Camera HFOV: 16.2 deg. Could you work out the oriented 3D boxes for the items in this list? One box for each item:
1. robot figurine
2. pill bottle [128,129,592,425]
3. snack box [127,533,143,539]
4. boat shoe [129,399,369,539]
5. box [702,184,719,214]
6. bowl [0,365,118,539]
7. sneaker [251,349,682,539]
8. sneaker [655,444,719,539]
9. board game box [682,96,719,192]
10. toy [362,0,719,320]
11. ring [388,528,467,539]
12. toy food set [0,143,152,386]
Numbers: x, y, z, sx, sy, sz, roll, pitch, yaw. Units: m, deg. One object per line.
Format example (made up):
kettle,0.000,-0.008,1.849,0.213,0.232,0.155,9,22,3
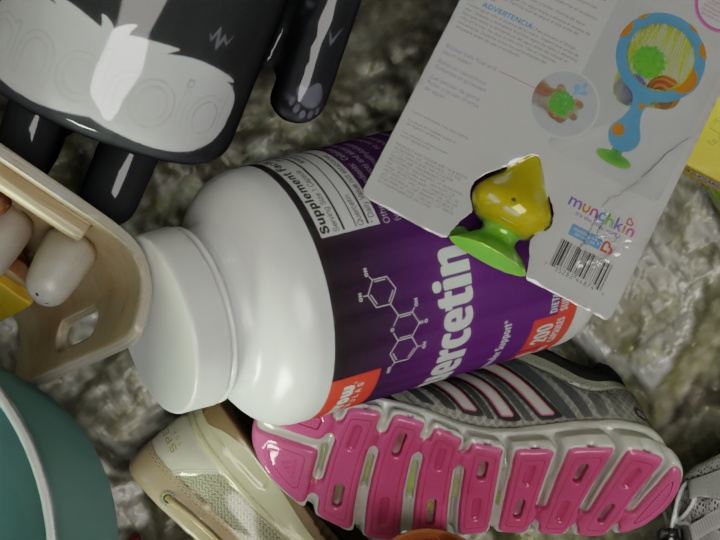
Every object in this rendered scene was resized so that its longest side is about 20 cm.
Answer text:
robot figurine,-0.092,-0.123,1.072,0.150,0.125,0.201,12,105,-43
pill bottle,0.000,0.000,1.096,0.199,0.112,0.113,-16,108,-27
snack box,-0.111,0.247,1.205,0.142,0.053,0.200,-32,108,-1
boat shoe,-0.028,0.148,1.185,0.065,0.072,0.200,-37,102,8
box,0.223,-0.054,1.180,0.122,0.048,0.200,-33,107,0
bowl,-0.186,0.119,1.107,0.200,0.105,0.202,0,90,28
sneaker,0.046,0.071,1.167,0.199,0.088,0.074,4,126,-11
sneaker,0.166,0.132,1.191,0.082,0.075,0.200,31,63,-2
board game box,0.171,-0.113,1.108,0.199,0.040,0.154,27,88,6
toy,0.094,-0.089,1.064,0.115,0.047,0.201,27,76,2
ring,0.059,0.206,1.095,0.019,0.201,0.201,-24,111,30
toy food set,-0.196,-0.018,1.066,0.200,0.143,0.061,36,65,-17
